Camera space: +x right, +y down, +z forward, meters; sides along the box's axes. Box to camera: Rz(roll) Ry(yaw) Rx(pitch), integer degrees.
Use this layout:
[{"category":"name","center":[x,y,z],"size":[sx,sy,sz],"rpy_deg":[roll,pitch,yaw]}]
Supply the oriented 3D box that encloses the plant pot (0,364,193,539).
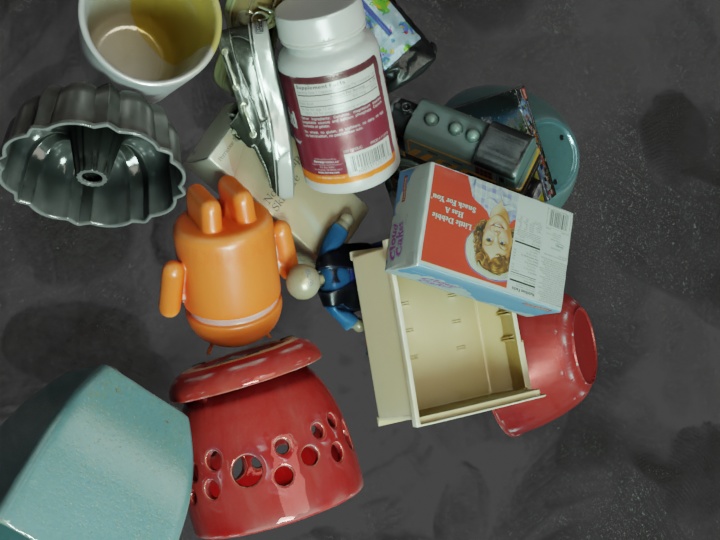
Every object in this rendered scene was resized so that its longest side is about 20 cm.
[{"category":"plant pot","center":[-0.287,0.213,1.450],"size":[0.195,0.195,0.202],"rpy_deg":[35,64,-24]}]

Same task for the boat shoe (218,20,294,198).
[{"category":"boat shoe","center":[-0.113,-0.171,1.516],"size":[0.063,0.071,0.203],"rpy_deg":[-10,114,1]}]

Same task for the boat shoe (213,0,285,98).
[{"category":"boat shoe","center":[-0.113,-0.264,1.538],"size":[0.063,0.202,0.073],"rpy_deg":[41,49,15]}]

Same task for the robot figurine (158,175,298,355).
[{"category":"robot figurine","center":[-0.149,-0.001,1.547],"size":[0.144,0.115,0.203],"rpy_deg":[-48,140,-51]}]

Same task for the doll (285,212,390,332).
[{"category":"doll","center":[0.000,0.000,1.595],"size":[0.198,0.048,0.139],"rpy_deg":[-10,87,-32]}]

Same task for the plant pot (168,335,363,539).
[{"category":"plant pot","center":[-0.113,0.182,1.538],"size":[0.198,0.200,0.185],"rpy_deg":[-19,93,-28]}]

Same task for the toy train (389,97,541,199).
[{"category":"toy train","center":[0.116,-0.136,1.582],"size":[0.198,0.114,0.086],"rpy_deg":[25,69,16]}]

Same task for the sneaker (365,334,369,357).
[{"category":"sneaker","center":[0.044,0.068,1.692],"size":[0.095,0.079,0.202],"rpy_deg":[-32,105,-23]}]

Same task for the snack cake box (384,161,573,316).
[{"category":"snack cake box","center":[0.131,-0.030,1.504],"size":[0.198,0.067,0.117],"rpy_deg":[18,75,-28]}]

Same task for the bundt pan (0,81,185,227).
[{"category":"bundt pan","center":[-0.278,-0.128,1.455],"size":[0.200,0.201,0.077],"rpy_deg":[17,58,-28]}]

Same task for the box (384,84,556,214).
[{"category":"box","center":[0.123,-0.128,1.674],"size":[0.038,0.198,0.139],"rpy_deg":[-31,105,-62]}]

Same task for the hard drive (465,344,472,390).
[{"category":"hard drive","center":[0.137,0.058,1.716],"size":[0.135,0.042,0.203],"rpy_deg":[24,59,-62]}]

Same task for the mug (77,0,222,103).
[{"category":"mug","center":[-0.220,-0.249,1.489],"size":[0.184,0.153,0.152],"rpy_deg":[-10,82,-20]}]

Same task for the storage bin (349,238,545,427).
[{"category":"storage bin","center":[0.103,0.060,1.567],"size":[0.196,0.093,0.203],"rpy_deg":[-9,87,-32]}]

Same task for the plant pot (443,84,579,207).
[{"category":"plant pot","center":[0.199,-0.139,1.746],"size":[0.197,0.134,0.204],"rpy_deg":[0,89,-29]}]

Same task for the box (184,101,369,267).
[{"category":"box","center":[-0.096,-0.099,1.612],"size":[0.200,0.077,0.096],"rpy_deg":[40,72,-23]}]

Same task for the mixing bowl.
[{"category":"mixing bowl","center":[0.229,0.100,1.723],"size":[0.200,0.107,0.203],"rpy_deg":[36,49,-56]}]

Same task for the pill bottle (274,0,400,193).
[{"category":"pill bottle","center":[-0.027,-0.197,1.512],"size":[0.113,0.114,0.202],"rpy_deg":[-28,122,-26]}]

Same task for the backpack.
[{"category":"backpack","center":[-0.024,-0.290,1.614],"size":[0.153,0.163,0.202],"rpy_deg":[-32,99,-10]}]
